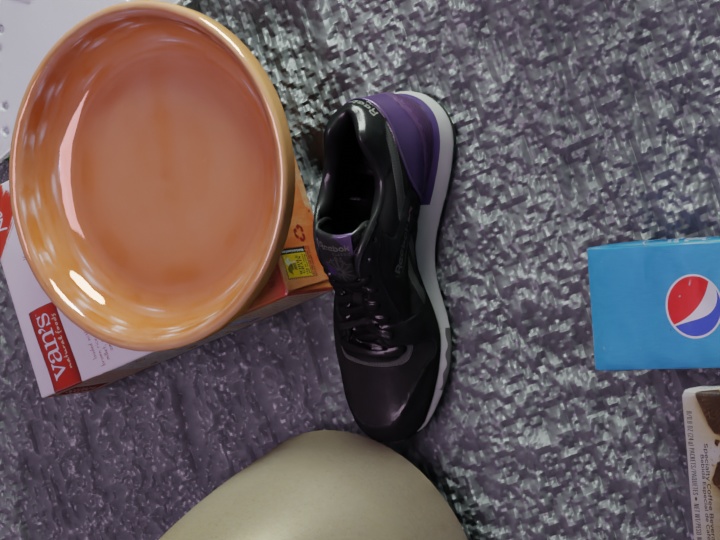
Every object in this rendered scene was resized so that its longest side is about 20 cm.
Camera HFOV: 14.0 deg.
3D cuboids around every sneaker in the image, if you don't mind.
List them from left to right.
[{"bbox_3d":[0.000,0.000,1.664,0.075,0.087,0.201,4,97,32],"label":"sneaker"}]

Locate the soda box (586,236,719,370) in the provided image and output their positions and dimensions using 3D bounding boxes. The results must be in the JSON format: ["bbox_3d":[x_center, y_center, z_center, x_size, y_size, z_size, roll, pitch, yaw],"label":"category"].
[{"bbox_3d":[0.221,0.015,1.535,0.199,0.064,0.068,-3,92,33],"label":"soda box"}]

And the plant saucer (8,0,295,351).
[{"bbox_3d":[-0.116,-0.054,1.698,0.199,0.037,0.201,2,93,33],"label":"plant saucer"}]

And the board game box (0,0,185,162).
[{"bbox_3d":[-0.209,-0.198,1.820,0.200,0.026,0.201,-37,75,30],"label":"board game box"}]

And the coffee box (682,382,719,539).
[{"bbox_3d":[0.261,0.111,1.475,0.200,0.080,0.114,-3,92,52],"label":"coffee box"}]

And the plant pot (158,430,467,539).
[{"bbox_3d":[-0.062,0.204,1.641,0.187,0.200,0.188,11,109,35],"label":"plant pot"}]

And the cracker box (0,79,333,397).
[{"bbox_3d":[-0.124,-0.018,1.762,0.199,0.058,0.135,-23,81,33],"label":"cracker box"}]
